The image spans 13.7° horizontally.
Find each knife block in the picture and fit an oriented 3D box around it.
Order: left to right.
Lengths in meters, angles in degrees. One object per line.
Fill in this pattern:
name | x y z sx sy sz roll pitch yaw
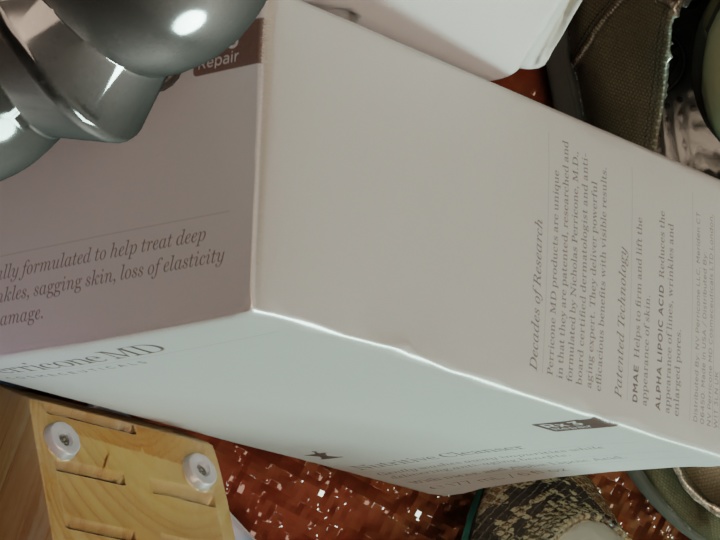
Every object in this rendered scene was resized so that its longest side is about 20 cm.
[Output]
knife block | -0.098 0.154 0.759 0.064 0.175 0.200 18 47 -41

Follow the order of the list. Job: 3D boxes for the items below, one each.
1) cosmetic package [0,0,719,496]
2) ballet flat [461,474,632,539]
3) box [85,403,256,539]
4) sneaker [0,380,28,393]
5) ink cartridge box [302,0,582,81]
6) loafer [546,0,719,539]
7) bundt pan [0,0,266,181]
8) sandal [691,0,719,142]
cosmetic package | 0.000 0.000 0.759 0.200 0.113 0.081 16 70 -46
ballet flat | 0.054 0.130 0.821 0.068 0.075 0.200 40 52 -30
box | -0.053 0.138 0.834 0.122 0.048 0.200 -46 112 -12
sneaker | -0.153 0.030 0.770 0.200 0.075 0.079 -41 103 -22
ink cartridge box | -0.015 -0.159 0.728 0.146 0.084 0.201 5 65 -12
loafer | 0.102 -0.007 0.868 0.075 0.070 0.201 -22 106 -19
bundt pan | -0.096 -0.101 0.595 0.201 0.076 0.202 0 118 1
sandal | 0.184 -0.085 0.814 0.201 0.057 0.080 -34 114 -9
